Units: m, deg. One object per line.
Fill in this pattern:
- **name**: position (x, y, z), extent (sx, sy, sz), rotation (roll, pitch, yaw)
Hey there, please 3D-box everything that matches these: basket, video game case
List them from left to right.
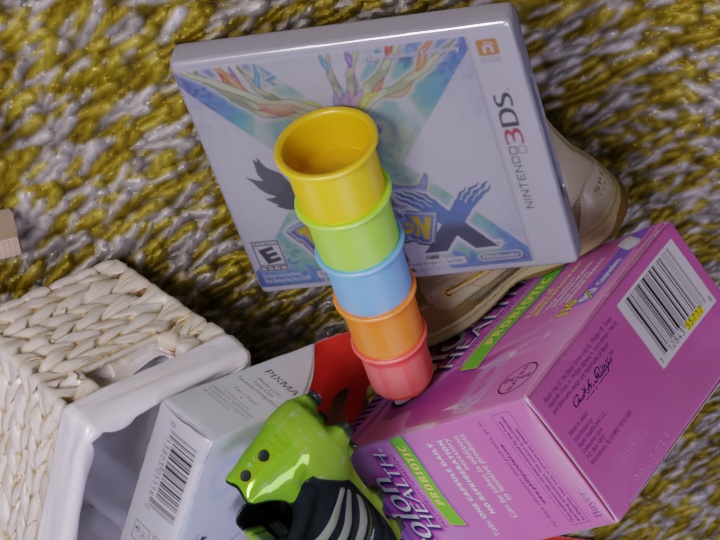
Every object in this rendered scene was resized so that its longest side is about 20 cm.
- **basket**: position (-0.165, 0.111, 1.397), extent (0.135, 0.123, 0.200), rotation (-25, 141, -41)
- **video game case**: position (0.011, -0.066, 1.329), extent (0.199, 0.022, 0.183), rotation (-5, 132, 17)

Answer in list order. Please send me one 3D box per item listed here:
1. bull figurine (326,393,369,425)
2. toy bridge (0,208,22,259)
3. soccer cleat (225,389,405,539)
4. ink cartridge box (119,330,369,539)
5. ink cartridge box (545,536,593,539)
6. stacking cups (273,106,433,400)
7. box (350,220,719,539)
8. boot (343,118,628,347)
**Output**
- **bull figurine**: position (-0.064, 0.117, 1.511), extent (0.200, 0.065, 0.122), rotation (13, 90, -42)
- **toy bridge**: position (-0.232, -0.015, 1.348), extent (0.067, 0.027, 0.200), rotation (-14, 140, -8)
- **soccer cleat**: position (-0.029, 0.141, 1.358), extent (0.081, 0.067, 0.200), rotation (-43, 148, -11)
- **ink cartridge box**: position (-0.056, 0.127, 1.397), extent (0.200, 0.047, 0.160), rotation (-17, 136, -45)
- **ink cartridge box**: position (0.070, 0.262, 1.765), extent (0.199, 0.057, 0.163), rotation (14, 127, -29)
- **stacking cups**: position (0.000, 0.000, 1.338), extent (0.060, 0.061, 0.200), rotation (-19, 132, -4)
- **box**: position (0.108, 0.078, 1.420), extent (0.097, 0.176, 0.200), rotation (52, 143, -12)
- **boot**: position (0.044, -0.038, 1.416), extent (0.200, 0.073, 0.155), rotation (-29, 135, 19)
